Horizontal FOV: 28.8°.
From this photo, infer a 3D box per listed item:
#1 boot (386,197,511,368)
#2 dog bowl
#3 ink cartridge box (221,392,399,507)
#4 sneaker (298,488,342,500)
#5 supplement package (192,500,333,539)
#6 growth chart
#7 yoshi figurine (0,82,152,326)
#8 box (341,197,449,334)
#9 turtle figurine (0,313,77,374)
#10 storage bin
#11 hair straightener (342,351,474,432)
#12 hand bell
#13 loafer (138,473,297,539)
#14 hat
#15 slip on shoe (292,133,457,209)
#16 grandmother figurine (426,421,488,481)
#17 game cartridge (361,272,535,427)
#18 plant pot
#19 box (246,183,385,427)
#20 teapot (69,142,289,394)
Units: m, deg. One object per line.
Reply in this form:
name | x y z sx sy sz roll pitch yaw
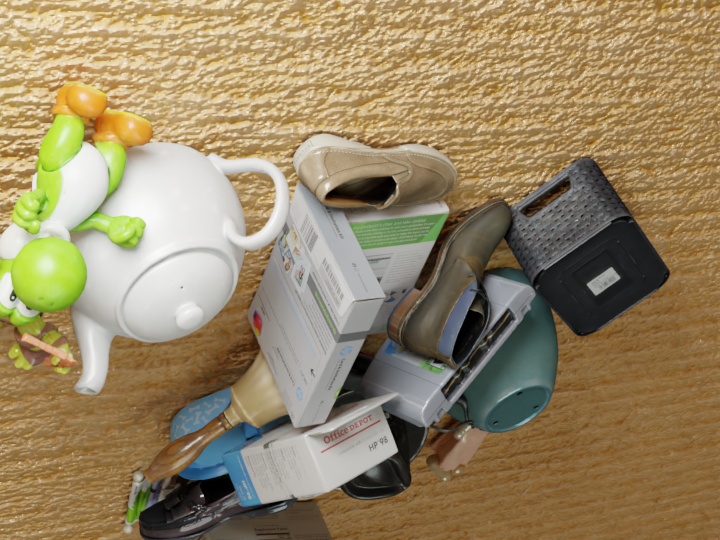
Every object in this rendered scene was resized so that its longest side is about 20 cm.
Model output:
boot | 0.124 0.017 1.532 0.201 0.097 0.075 -53 137 -6
dog bowl | -0.133 0.177 1.648 0.198 0.050 0.112 -19 145 -12
ink cartridge box | -0.044 0.196 1.526 0.115 0.068 0.199 -23 -177 -42
sneaker | -0.012 0.238 1.797 0.198 0.076 0.093 -4 135 -33
supplement package | -0.153 0.398 1.867 0.198 0.112 0.156 7 132 -40
growth chart | -0.195 0.266 1.731 0.197 0.018 0.146 -7 140 -16
yoshi figurine | -0.238 -0.046 1.153 0.112 0.111 0.202 110 2 -83
box | 0.000 0.000 1.525 0.143 0.037 0.201 -7 142 -30
turtle figurine | -0.320 0.024 1.257 0.065 0.199 0.161 -52 177 -19
storage bin | 0.261 -0.022 1.630 0.135 0.094 0.200 -35 145 10
hair straightener | 0.039 0.150 1.623 0.198 0.078 0.041 22 142 -5
hand bell | -0.154 0.172 1.551 0.199 0.105 0.104 -36 146 2
loafer | -0.174 0.268 1.682 0.197 0.072 0.064 -14 124 -5
hat | 0.017 0.226 1.693 0.198 0.081 0.202 -18 138 -17
slip on shoe | 0.023 -0.088 1.401 0.198 0.061 0.076 9 131 -42
grandmother figurine | 0.162 0.199 1.886 0.201 0.060 0.121 -55 165 30
game cartridge | 0.092 0.080 1.572 0.200 0.133 0.041 -49 121 -18
plant pot | 0.161 0.116 1.701 0.198 0.136 0.201 -19 146 -13
box | -0.050 0.037 1.427 0.041 0.157 0.201 -4 139 -30
teapot | -0.177 -0.009 1.274 0.195 0.147 0.202 -13 139 -29
